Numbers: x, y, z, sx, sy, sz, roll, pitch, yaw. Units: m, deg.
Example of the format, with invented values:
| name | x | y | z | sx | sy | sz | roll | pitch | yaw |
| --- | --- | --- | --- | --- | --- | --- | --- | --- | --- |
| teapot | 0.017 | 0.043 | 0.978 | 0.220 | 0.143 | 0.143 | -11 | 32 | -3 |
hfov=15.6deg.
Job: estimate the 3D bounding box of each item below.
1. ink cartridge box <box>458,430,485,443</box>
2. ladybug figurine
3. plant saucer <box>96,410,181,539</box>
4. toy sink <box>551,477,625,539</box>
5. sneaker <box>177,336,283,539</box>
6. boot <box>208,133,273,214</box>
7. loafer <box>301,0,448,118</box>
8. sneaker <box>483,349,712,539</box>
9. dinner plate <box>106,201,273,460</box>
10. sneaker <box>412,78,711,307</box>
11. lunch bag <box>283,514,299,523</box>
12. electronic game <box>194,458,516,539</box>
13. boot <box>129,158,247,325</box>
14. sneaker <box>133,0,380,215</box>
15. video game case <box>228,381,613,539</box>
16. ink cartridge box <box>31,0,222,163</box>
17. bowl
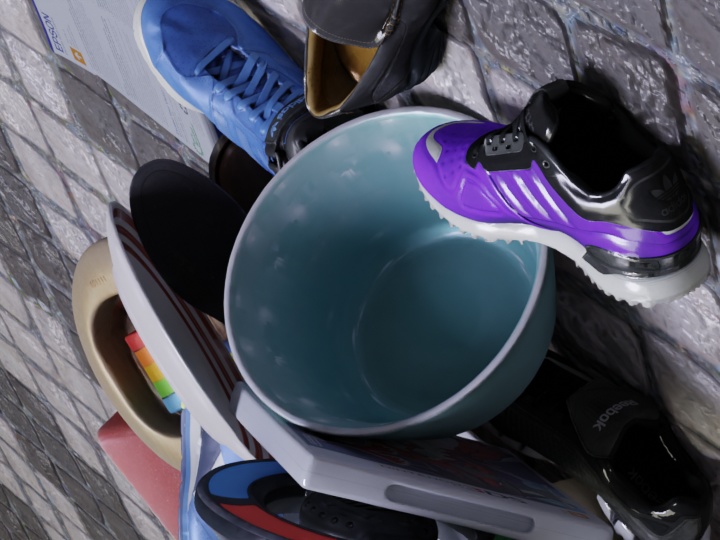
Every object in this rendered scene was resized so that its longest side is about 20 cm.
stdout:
| name | x | y | z | sx | sy | sz | roll | pitch | yaw |
| --- | --- | --- | --- | --- | --- | --- | --- | --- | --- |
| ink cartridge box | 0.052 | 0.143 | 1.743 | 0.146 | 0.085 | 0.200 | 40 | 179 | 25 |
| ladybug figurine | -0.125 | 0.058 | 1.867 | 0.136 | 0.072 | 0.200 | -22 | 99 | 40 |
| plant saucer | -0.076 | 0.142 | 1.981 | 0.037 | 0.200 | 0.200 | -31 | 101 | 44 |
| toy sink | 0.128 | 0.242 | 1.645 | 0.130 | 0.112 | 0.200 | 48 | 123 | 27 |
| sneaker | -0.075 | 0.143 | 1.772 | 0.074 | 0.082 | 0.201 | -21 | -68 | -73 |
| boot | 0.000 | 0.000 | 1.697 | 0.200 | 0.064 | 0.186 | 42 | 173 | 31 |
| loafer | 0.003 | -0.146 | 1.403 | 0.073 | 0.072 | 0.200 | 42 | 159 | 24 |
| sneaker | 0.137 | 0.091 | 1.571 | 0.200 | 0.066 | 0.091 | 42 | 157 | 12 |
| dinner plate | -0.109 | 0.047 | 1.637 | 0.200 | 0.024 | 0.200 | 57 | -175 | -8 |
| sneaker | 0.100 | -0.061 | 1.372 | 0.200 | 0.070 | 0.100 | 25 | 143 | 43 |
| lunch bag | 0.007 | 0.241 | 1.843 | 0.170 | 0.124 | 0.200 | 36 | 180 | -39 |
| electronic game | 0.005 | 0.142 | 1.481 | 0.200 | 0.200 | 0.042 | 24 | 107 | 52 |
| boot | -0.092 | -0.018 | 1.725 | 0.188 | 0.069 | 0.200 | 39 | -177 | -19 |
| sneaker | -0.051 | -0.103 | 1.595 | 0.200 | 0.077 | 0.111 | 49 | 167 | -8 |
| video game case | 0.030 | 0.112 | 1.510 | 0.182 | 0.023 | 0.200 | 15 | -175 | -16 |
| ink cartridge box | -0.162 | -0.183 | 1.752 | 0.200 | 0.041 | 0.200 | 36 | 157 | 36 |
| bowl | 0.032 | 0.017 | 1.511 | 0.201 | 0.201 | 0.105 | 36 | 176 | 34 |
